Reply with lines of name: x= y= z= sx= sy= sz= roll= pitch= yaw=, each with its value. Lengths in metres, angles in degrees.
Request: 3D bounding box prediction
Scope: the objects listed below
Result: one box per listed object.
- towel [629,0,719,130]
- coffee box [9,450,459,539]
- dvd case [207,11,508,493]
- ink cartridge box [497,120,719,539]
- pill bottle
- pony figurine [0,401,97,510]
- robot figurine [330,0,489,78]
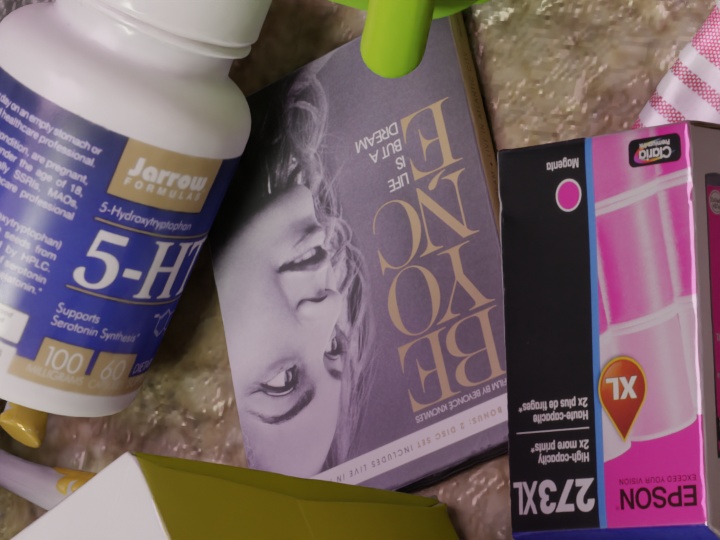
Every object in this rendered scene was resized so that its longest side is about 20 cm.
towel: x=0.184 y=-0.069 z=1.062 sx=0.146 sy=0.030 sz=0.200 roll=46 pitch=108 yaw=36
coffee box: x=-0.056 y=0.209 z=1.073 sx=0.198 sy=0.200 sz=0.200 roll=-37 pitch=61 yaw=26
dvd case: x=0.000 y=0.000 z=1.196 sx=0.149 sy=0.016 sz=0.200 roll=-25 pitch=65 yaw=31
ink cartridge box: x=0.102 y=0.046 z=1.080 sx=0.095 sy=0.037 sz=0.200 roll=-8 pitch=83 yaw=41
pill bottle: x=-0.116 y=-0.049 z=1.213 sx=0.120 sy=0.120 sz=0.200 roll=36 pitch=109 yaw=37
pony figurine: x=-0.220 y=0.094 z=1.270 sx=0.193 sy=0.167 sz=0.200 roll=-39 pitch=41 yaw=-10
robot figurine: x=-0.006 y=-0.166 z=1.118 sx=0.116 sy=0.200 sz=0.176 roll=-46 pitch=56 yaw=28
